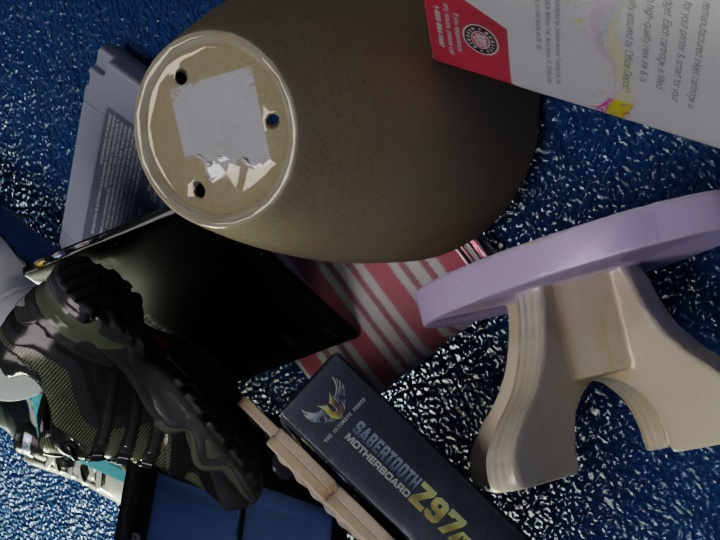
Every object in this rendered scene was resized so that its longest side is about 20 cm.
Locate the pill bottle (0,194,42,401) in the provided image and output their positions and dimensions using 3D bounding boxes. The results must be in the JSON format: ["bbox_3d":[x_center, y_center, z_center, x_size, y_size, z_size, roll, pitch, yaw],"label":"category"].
[{"bbox_3d":[-0.304,0.004,1.061,0.200,0.119,0.120,43,131,30],"label":"pill bottle"}]

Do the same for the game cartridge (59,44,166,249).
[{"bbox_3d":[-0.157,-0.046,0.993,0.133,0.041,0.201,33,127,19],"label":"game cartridge"}]

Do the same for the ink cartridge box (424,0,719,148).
[{"bbox_3d":[0.129,-0.138,0.608,0.199,0.086,0.148,19,156,16],"label":"ink cartridge box"}]

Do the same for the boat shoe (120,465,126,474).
[{"bbox_3d":[-0.150,0.096,0.947,0.072,0.062,0.200,-44,53,4],"label":"boat shoe"}]

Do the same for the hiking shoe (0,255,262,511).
[{"bbox_3d":[-0.140,0.082,0.812,0.100,0.076,0.200,-32,118,15],"label":"hiking shoe"}]

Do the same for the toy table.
[{"bbox_3d":[0.121,0.043,0.713,0.200,0.183,0.118,-24,77,55],"label":"toy table"}]

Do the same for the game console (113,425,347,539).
[{"bbox_3d":[-0.082,0.193,0.868,0.031,0.176,0.202,-21,52,39],"label":"game console"}]

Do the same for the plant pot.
[{"bbox_3d":[-0.025,-0.083,0.724,0.186,0.200,0.189,5,101,26],"label":"plant pot"}]

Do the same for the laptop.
[{"bbox_3d":[-0.135,-0.011,0.880,0.199,0.187,0.117,-20,55,20],"label":"laptop"}]

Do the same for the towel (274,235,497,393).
[{"bbox_3d":[0.000,0.000,0.889,0.147,0.030,0.200,54,135,7],"label":"towel"}]

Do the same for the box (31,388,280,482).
[{"bbox_3d":[-0.152,0.123,1.031,0.199,0.082,0.050,16,120,35],"label":"box"}]

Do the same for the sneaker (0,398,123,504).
[{"bbox_3d":[-0.236,0.147,1.120,0.199,0.072,0.072,28,123,26],"label":"sneaker"}]

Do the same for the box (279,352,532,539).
[{"bbox_3d":[0.021,0.129,0.820,0.158,0.051,0.200,43,170,5],"label":"box"}]

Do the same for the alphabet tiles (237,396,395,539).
[{"bbox_3d":[0.002,0.157,0.821,0.195,0.015,0.200,42,171,24],"label":"alphabet tiles"}]
